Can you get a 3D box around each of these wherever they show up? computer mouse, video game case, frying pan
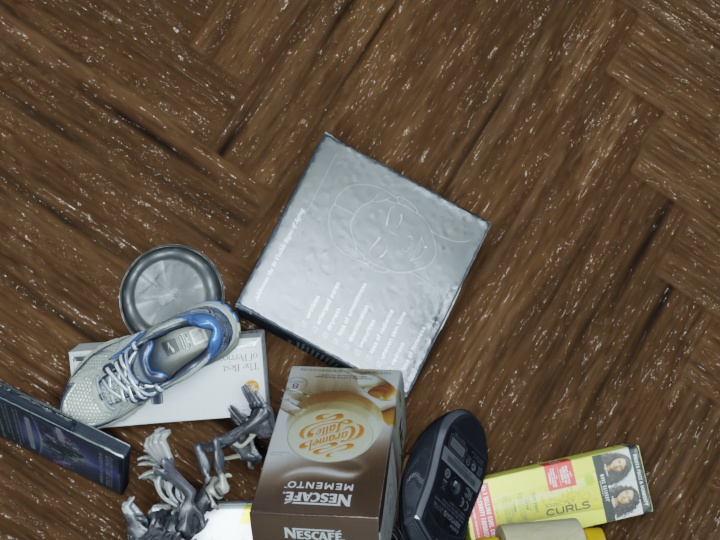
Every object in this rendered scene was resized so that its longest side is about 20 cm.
[{"bbox_3d":[0.066,0.226,1.052,0.139,0.052,0.202,50,50,-29],"label":"computer mouse"},{"bbox_3d":[-0.320,0.156,1.055,0.198,0.143,0.019,25,62,-1],"label":"video game case"},{"bbox_3d":[-0.197,0.065,1.137,0.113,0.031,0.193,-8,80,-4],"label":"frying pan"}]

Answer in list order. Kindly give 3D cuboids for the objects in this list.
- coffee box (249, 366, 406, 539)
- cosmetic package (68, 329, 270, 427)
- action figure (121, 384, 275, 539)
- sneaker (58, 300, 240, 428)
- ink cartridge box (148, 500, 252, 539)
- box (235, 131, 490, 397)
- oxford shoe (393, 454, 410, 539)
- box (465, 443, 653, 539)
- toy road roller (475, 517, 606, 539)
[{"bbox_3d":[-0.023,0.179,0.967,0.112,0.201,0.081,1,122,7],"label":"coffee box"},{"bbox_3d":[-0.195,0.113,1.102,0.196,0.051,0.084,-5,98,-1],"label":"cosmetic package"},{"bbox_3d":[-0.168,0.197,1.004,0.102,0.119,0.200,46,55,-1],"label":"action figure"},{"bbox_3d":[-0.212,0.091,1.032,0.198,0.085,0.078,-32,92,1],"label":"sneaker"},{"bbox_3d":[-0.113,0.308,1.077,0.196,0.086,0.150,1,80,-3],"label":"ink cartridge box"},{"bbox_3d":[0.000,0.000,1.112,0.195,0.124,0.202,28,81,-2],"label":"box"},{"bbox_3d":[0.033,0.294,1.110,0.071,0.071,0.204,-1,77,15],"label":"oxford shoe"},{"bbox_3d":[0.203,0.240,1.132,0.196,0.050,0.077,-10,82,-6],"label":"box"},{"bbox_3d":[0.171,0.339,1.043,0.121,0.201,0.148,-4,60,-6],"label":"toy road roller"}]
